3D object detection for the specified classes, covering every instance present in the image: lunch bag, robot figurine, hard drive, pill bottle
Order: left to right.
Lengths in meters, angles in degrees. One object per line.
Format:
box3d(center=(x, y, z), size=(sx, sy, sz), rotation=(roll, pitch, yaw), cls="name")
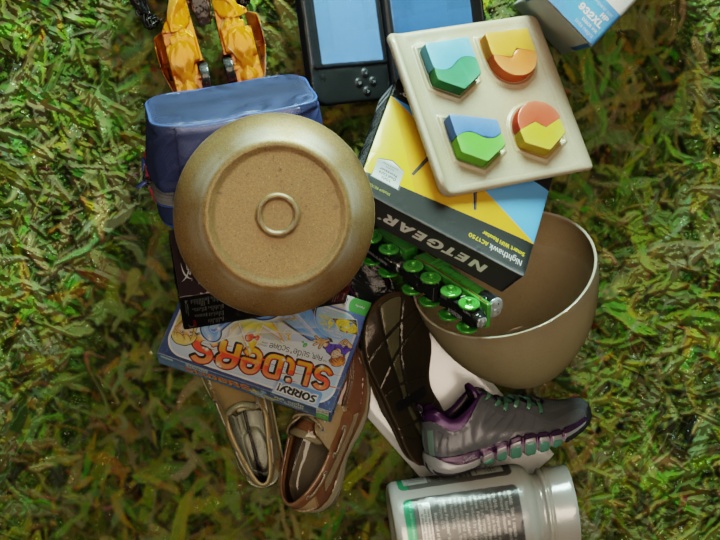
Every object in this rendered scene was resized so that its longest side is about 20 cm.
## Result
box3d(center=(-0.171, -0.272, 1.709), size=(0.145, 0.058, 0.201), rotation=(-14, 95, -4), cls="robot figurine")
box3d(center=(-0.134, -0.113, 1.619), size=(0.199, 0.136, 0.133), rotation=(-10, 112, -5), cls="lunch bag")
box3d(center=(0.104, 0.175, 1.773), size=(0.132, 0.027, 0.200), rotation=(-41, 96, -1), cls="hard drive")
box3d(center=(0.133, 0.272, 1.712), size=(0.199, 0.113, 0.113), rotation=(-8, 94, -3), cls="pill bottle")

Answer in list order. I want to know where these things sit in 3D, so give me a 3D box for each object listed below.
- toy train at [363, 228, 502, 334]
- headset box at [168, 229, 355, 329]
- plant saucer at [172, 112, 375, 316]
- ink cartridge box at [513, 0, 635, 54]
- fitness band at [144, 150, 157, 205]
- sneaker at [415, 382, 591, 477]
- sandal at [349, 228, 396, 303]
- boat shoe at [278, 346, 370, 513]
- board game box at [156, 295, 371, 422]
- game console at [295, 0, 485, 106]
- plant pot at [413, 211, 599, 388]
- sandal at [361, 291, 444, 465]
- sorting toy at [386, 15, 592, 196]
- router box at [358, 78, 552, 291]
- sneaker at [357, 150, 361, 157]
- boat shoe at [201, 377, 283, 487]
box3d(center=(0.074, 0.006, 1.657), size=(0.056, 0.200, 0.042), rotation=(-21, 129, -33), cls="toy train")
box3d(center=(-0.093, -0.004, 1.630), size=(0.199, 0.149, 0.077), rotation=(-11, 77, -7), cls="headset box")
box3d(center=(-0.082, -0.054, 1.530), size=(0.200, 0.035, 0.201), rotation=(0, 93, -9), cls="plant saucer")
box3d(center=(0.274, -0.335, 1.696), size=(0.084, 0.145, 0.200), rotation=(44, 89, -6), cls="ink cartridge box")
box3d(center=(-0.135, -0.119, 1.710), size=(0.199, 0.037, 0.144), rotation=(-8, 112, -8), cls="fitness band")
box3d(center=(0.158, 0.157, 1.715), size=(0.199, 0.074, 0.088), rotation=(-17, 105, -16), cls="sneaker")
box3d(center=(0.001, 0.000, 1.743), size=(0.075, 0.048, 0.201), rotation=(-29, 95, -2), cls="sandal")
box3d(center=(-0.042, 0.172, 1.728), size=(0.076, 0.072, 0.201), rotation=(12, 92, 27), cls="boat shoe")
box3d(center=(-0.103, 0.068, 1.703), size=(0.199, 0.034, 0.136), rotation=(18, 67, 6), cls="board game box")
box3d(center=(0.031, -0.287, 1.688), size=(0.170, 0.118, 0.201), rotation=(-11, 94, -37), cls="game console")
box3d(center=(0.170, 0.050, 1.705), size=(0.200, 0.200, 0.135), rotation=(-23, 128, -3), cls="plant pot")
box3d(center=(0.045, 0.119, 1.727), size=(0.082, 0.055, 0.200), rotation=(-28, 112, -21), cls="sandal")
box3d(center=(0.140, -0.178, 1.643), size=(0.200, 0.036, 0.186), rotation=(-10, 74, -28), cls="sorting toy")
box3d(center=(0.094, -0.088, 1.637), size=(0.200, 0.051, 0.149), rotation=(27, 59, -13), cls="router box")
box3d(center=(0.093, -0.150, 1.731), size=(0.199, 0.076, 0.115), rotation=(-1, 92, -7), cls="sneaker")
box3d(center=(-0.130, 0.141, 1.727), size=(0.071, 0.076, 0.200), rotation=(-22, 92, 0), cls="boat shoe")
